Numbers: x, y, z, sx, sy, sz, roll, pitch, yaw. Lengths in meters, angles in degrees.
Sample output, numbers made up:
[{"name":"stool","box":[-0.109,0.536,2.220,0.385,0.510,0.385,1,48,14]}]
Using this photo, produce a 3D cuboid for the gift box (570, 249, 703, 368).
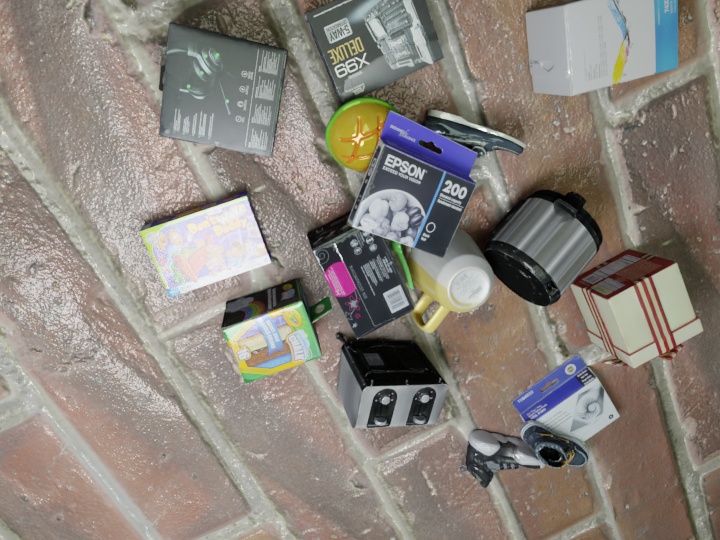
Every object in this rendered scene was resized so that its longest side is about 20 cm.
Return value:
[{"name":"gift box","box":[0.558,0.089,1.154,0.199,0.185,0.188,-28,103,4]}]

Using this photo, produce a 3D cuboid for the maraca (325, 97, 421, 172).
[{"name":"maraca","box":[0.025,-0.228,0.978,0.137,0.108,0.199,-41,137,24]}]

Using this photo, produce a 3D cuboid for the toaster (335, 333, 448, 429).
[{"name":"toaster","box":[0.051,0.222,1.104,0.179,0.200,0.120,3,112,-20]}]

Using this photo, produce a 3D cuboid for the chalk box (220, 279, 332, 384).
[{"name":"chalk box","box":[-0.147,0.105,1.050,0.198,0.125,0.125,-18,112,-3]}]

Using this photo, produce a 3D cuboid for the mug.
[{"name":"mug","box":[0.183,0.023,1.068,0.148,0.153,0.188,-4,110,-10]}]

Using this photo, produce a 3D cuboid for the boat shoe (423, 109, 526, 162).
[{"name":"boat shoe","box":[0.210,-0.243,1.020,0.198,0.075,0.062,14,105,-14]}]

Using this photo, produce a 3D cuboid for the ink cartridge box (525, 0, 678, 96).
[{"name":"ink cartridge box","box":[0.417,-0.405,0.963,0.198,0.147,0.147,-16,112,-5]}]

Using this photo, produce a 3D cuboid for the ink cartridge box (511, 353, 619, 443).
[{"name":"ink cartridge box","box":[0.485,0.327,1.294,0.199,0.041,0.200,-37,111,4]}]

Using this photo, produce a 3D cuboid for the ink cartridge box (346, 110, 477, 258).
[{"name":"ink cartridge box","box":[0.099,-0.142,0.947,0.197,0.043,0.202,17,100,-26]}]

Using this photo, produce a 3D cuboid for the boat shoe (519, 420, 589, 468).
[{"name":"boat shoe","box":[0.456,0.420,1.252,0.199,0.091,0.071,28,105,-17]}]

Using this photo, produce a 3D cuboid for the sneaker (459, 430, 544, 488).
[{"name":"sneaker","box":[0.330,0.453,1.294,0.198,0.076,0.115,18,106,-10]}]

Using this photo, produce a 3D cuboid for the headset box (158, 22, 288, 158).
[{"name":"headset box","box":[-0.231,-0.296,0.908,0.198,0.093,0.176,7,108,-13]}]

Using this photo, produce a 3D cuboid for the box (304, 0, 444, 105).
[{"name":"box","box":[0.024,-0.400,0.942,0.199,0.050,0.159,-25,112,-2]}]

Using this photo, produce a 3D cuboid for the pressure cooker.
[{"name":"pressure cooker","box":[0.359,-0.054,1.057,0.200,0.176,0.179,-47,112,-8]}]

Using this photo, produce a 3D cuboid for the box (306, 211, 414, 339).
[{"name":"box","box":[0.000,0.000,1.046,0.131,0.115,0.201,-27,113,-2]}]

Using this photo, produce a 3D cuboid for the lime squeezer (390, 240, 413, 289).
[{"name":"lime squeezer","box":[0.098,-0.069,1.065,0.038,0.070,0.202,37,69,-55]}]

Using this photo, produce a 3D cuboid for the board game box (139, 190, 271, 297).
[{"name":"board game box","box":[-0.280,-0.048,1.012,0.198,0.045,0.135,-19,112,-3]}]
